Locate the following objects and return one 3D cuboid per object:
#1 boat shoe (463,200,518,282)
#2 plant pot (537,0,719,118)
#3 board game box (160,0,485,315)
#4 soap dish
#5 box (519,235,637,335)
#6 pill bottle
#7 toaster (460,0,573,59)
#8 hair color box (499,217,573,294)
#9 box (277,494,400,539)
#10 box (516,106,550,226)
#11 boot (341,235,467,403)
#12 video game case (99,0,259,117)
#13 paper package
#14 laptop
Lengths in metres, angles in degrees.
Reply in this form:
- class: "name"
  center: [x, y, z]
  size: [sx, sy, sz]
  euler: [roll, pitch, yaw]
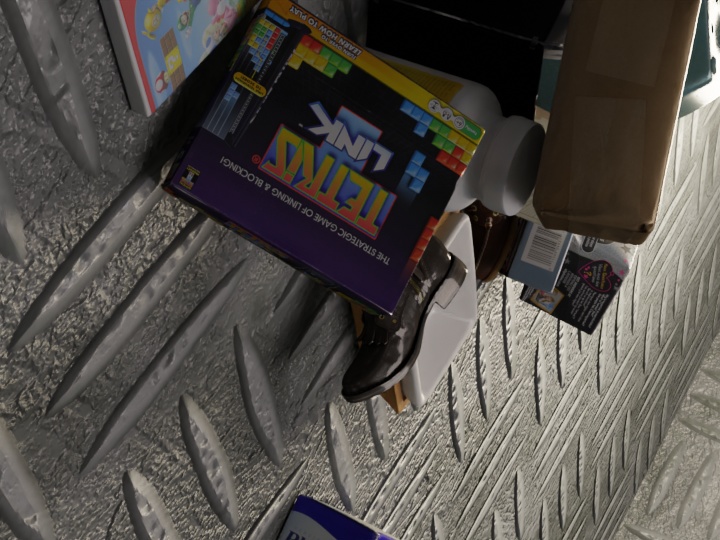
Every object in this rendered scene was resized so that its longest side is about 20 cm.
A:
- class: "boat shoe"
  center: [0.153, -0.086, 1.548]
  size: [0.069, 0.070, 0.203]
  euler: [10, 106, -25]
- class: "plant pot"
  center: [0.313, -0.259, 1.506]
  size: [0.196, 0.197, 0.199]
  euler: [-6, 91, -64]
- class: "board game box"
  center: [-0.027, -0.086, 1.008]
  size: [0.167, 0.198, 0.057]
  euler: [-63, -165, -10]
- class: "soap dish"
  center: [0.057, 0.034, 1.414]
  size: [0.158, 0.080, 0.201]
  euler: [-54, 152, -30]
- class: "box"
  center: [0.307, -0.040, 1.759]
  size: [0.201, 0.113, 0.133]
  euler: [-61, 175, -47]
- class: "pill bottle"
  center: [0.054, -0.117, 1.141]
  size: [0.112, 0.198, 0.113]
  euler: [-44, 146, -41]
- class: "toaster"
  center: [0.163, -0.286, 1.259]
  size: [0.112, 0.200, 0.131]
  euler: [-1, 120, -29]
- class: "hair color box"
  center: [0.207, -0.035, 1.605]
  size: [0.200, 0.060, 0.100]
  euler: [-101, -150, -87]
- class: "box"
  center: [-0.037, 0.372, 1.460]
  size: [0.202, 0.104, 0.184]
  euler: [-65, 156, -9]
- class: "box"
  center: [0.169, -0.119, 1.408]
  size: [0.199, 0.094, 0.079]
  euler: [19, 49, -45]
- class: "boot"
  center: [0.000, 0.000, 1.235]
  size: [0.174, 0.069, 0.201]
  euler: [47, 65, -27]
- class: "video game case"
  center: [-0.111, -0.224, 0.930]
  size: [0.201, 0.017, 0.144]
  euler: [-53, 152, -32]
- class: "paper package"
  center: [0.214, -0.130, 1.119]
  size: [0.191, 0.102, 0.203]
  euler: [18, 84, -80]
- class: "laptop"
  center: [0.103, -0.216, 1.194]
  size: [0.103, 0.175, 0.203]
  euler: [-39, 142, -46]
